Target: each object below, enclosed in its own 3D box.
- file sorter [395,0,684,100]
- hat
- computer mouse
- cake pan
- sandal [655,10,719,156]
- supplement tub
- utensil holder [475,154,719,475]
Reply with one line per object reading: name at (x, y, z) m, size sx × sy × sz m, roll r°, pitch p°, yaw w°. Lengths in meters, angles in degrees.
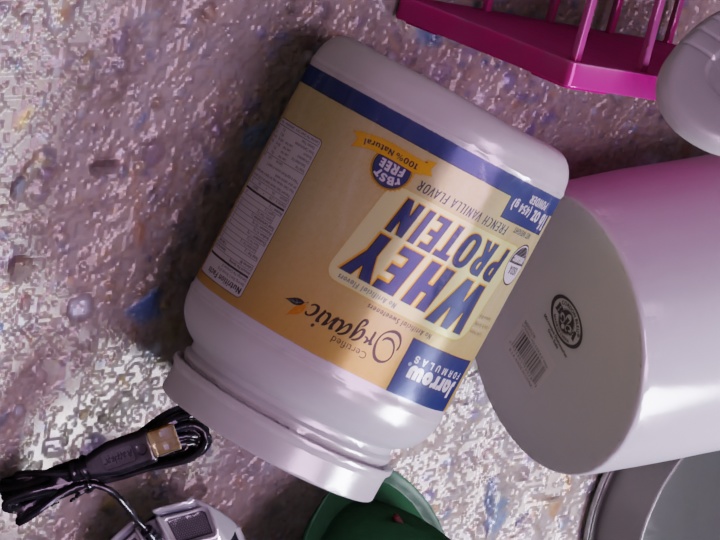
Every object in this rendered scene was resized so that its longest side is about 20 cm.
file sorter at (0.149, -0.160, 1.434) m, size 0.199 × 0.139 × 0.126 m, roll 5°, pitch 105°, yaw -40°
hat at (0.073, 0.190, 1.466) m, size 0.166 × 0.176 × 0.200 m, roll 56°, pitch 41°, yaw -32°
computer mouse at (-0.100, 0.146, 1.446) m, size 0.109 × 0.044 × 0.200 m, roll -27°, pitch 134°, yaw 2°
cake pan at (0.224, 0.150, 1.713) m, size 0.200 × 0.037 × 0.201 m, roll -18°, pitch 122°, yaw -31°
sandal at (0.225, -0.102, 1.389) m, size 0.202 × 0.083 × 0.050 m, roll -27°, pitch 165°, yaw -30°
supplement tub at (0.000, 0.000, 1.389) m, size 0.144 × 0.144 × 0.200 m, roll 25°, pitch 95°, yaw -43°
utensil holder at (0.184, 0.019, 1.529) m, size 0.199 × 0.170 × 0.171 m, roll -9°, pitch 117°, yaw -33°
